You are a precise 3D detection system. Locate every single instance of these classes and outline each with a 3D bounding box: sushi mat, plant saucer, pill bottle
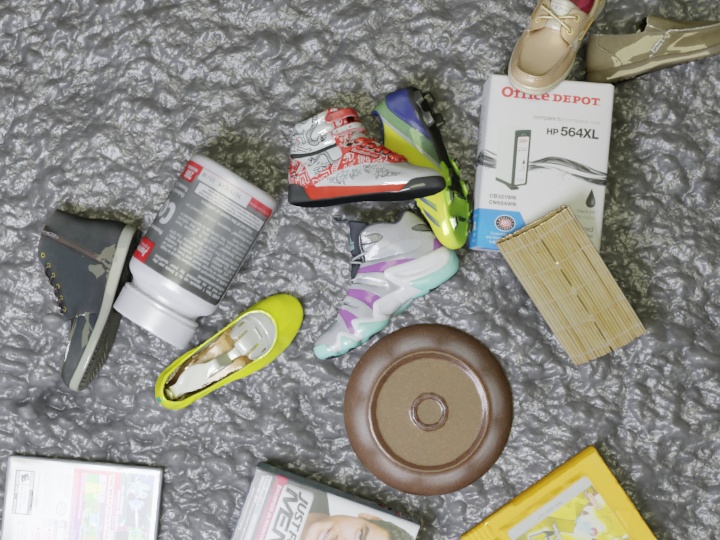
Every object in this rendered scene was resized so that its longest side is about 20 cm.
[{"bbox_3d":[0.240,0.020,1.687,0.095,0.012,0.200,-27,119,17],"label":"sushi mat"},{"bbox_3d":[0.079,0.163,1.730,0.199,0.037,0.202,0,89,1],"label":"plant saucer"},{"bbox_3d":[-0.191,-0.021,1.695,0.114,0.114,0.201,31,88,1],"label":"pill bottle"}]

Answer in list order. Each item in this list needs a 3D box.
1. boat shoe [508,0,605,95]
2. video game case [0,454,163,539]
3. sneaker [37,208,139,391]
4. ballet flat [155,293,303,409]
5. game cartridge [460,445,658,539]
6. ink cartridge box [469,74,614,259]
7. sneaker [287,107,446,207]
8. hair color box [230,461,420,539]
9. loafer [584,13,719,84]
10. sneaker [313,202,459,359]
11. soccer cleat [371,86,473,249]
[{"bbox_3d":[0.224,-0.283,1.684,0.073,0.069,0.200,22,57,14],"label":"boat shoe"},{"bbox_3d":[-0.327,0.322,1.732,0.181,0.023,0.201,5,87,0],"label":"video game case"},{"bbox_3d":[-0.332,0.033,1.720,0.106,0.075,0.201,15,80,5],"label":"sneaker"},{"bbox_3d":[-0.151,0.097,1.715,0.199,0.067,0.067,-34,88,-1],"label":"ballet flat"},{"bbox_3d":[0.237,0.330,1.727,0.200,0.032,0.177,-35,89,-2],"label":"game cartridge"},{"bbox_3d":[0.207,-0.118,1.713,0.145,0.084,0.201,5,89,0],"label":"ink cartridge box"},{"bbox_3d":[0.003,-0.133,1.689,0.200,0.067,0.109,-3,83,33],"label":"sneaker"},{"bbox_3d":[-0.041,0.301,1.713,0.199,0.061,0.100,19,88,0],"label":"hair color box"},{"bbox_3d":[0.352,-0.266,1.722,0.199,0.076,0.068,-17,95,-1],"label":"loafer"},{"bbox_3d":[0.000,0.000,1.719,0.200,0.078,0.140,-36,87,-10],"label":"sneaker"},{"bbox_3d":[0.070,-0.113,1.719,0.083,0.065,0.201,-23,77,24],"label":"soccer cleat"}]
